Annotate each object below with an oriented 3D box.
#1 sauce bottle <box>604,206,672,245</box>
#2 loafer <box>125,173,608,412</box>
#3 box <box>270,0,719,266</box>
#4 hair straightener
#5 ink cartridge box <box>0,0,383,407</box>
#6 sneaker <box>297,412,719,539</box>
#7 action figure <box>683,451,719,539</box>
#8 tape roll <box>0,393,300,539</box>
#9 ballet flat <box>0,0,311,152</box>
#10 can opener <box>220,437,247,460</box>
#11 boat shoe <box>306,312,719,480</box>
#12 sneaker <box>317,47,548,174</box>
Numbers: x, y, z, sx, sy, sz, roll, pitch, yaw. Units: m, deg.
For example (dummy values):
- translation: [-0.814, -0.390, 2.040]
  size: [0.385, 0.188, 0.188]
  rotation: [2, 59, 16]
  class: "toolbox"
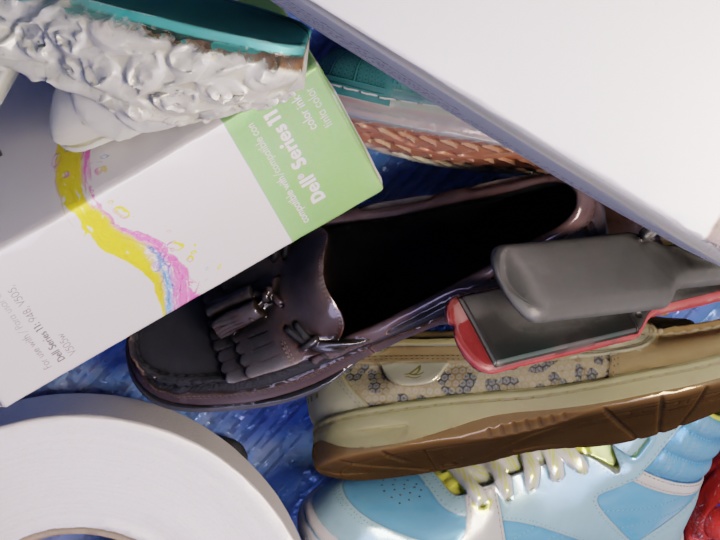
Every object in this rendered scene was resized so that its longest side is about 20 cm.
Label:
- translation: [0.138, -0.025, 1.101]
  size: [0.200, 0.065, 0.065]
  rotation: [-16, 130, -6]
  class: "sauce bottle"
- translation: [0.000, 0.000, 1.039]
  size: [0.200, 0.072, 0.063]
  rotation: [-16, 161, -1]
  class: "loafer"
- translation: [0.088, -0.130, 0.828]
  size: [0.200, 0.131, 0.199]
  rotation: [31, 92, -11]
  class: "box"
- translation: [0.130, -0.003, 1.018]
  size: [0.200, 0.041, 0.077]
  rotation: [-5, 148, -33]
  class: "hair straightener"
- translation: [-0.108, -0.032, 0.954]
  size: [0.200, 0.117, 0.067]
  rotation: [-30, 132, -1]
  class: "ink cartridge box"
- translation: [0.073, 0.074, 1.143]
  size: [0.200, 0.080, 0.131]
  rotation: [0, 127, -36]
  class: "sneaker"
- translation: [0.198, 0.063, 1.197]
  size: [0.052, 0.065, 0.200]
  rotation: [25, 110, -29]
  class: "action figure"
- translation: [-0.116, 0.150, 1.083]
  size: [0.203, 0.037, 0.203]
  rotation: [-1, 103, -4]
  class: "tape roll"
- translation: [-0.110, -0.078, 0.897]
  size: [0.200, 0.072, 0.072]
  rotation: [19, 125, 15]
  class: "ballet flat"
- translation: [-0.108, 0.156, 1.131]
  size: [0.079, 0.063, 0.200]
  rotation: [32, 108, -37]
  class: "can opener"
- translation: [0.075, 0.038, 1.080]
  size: [0.200, 0.063, 0.073]
  rotation: [-9, 163, -2]
  class: "boat shoe"
- translation: [0.077, -0.080, 1.041]
  size: [0.200, 0.071, 0.080]
  rotation: [4, 83, -10]
  class: "sneaker"
